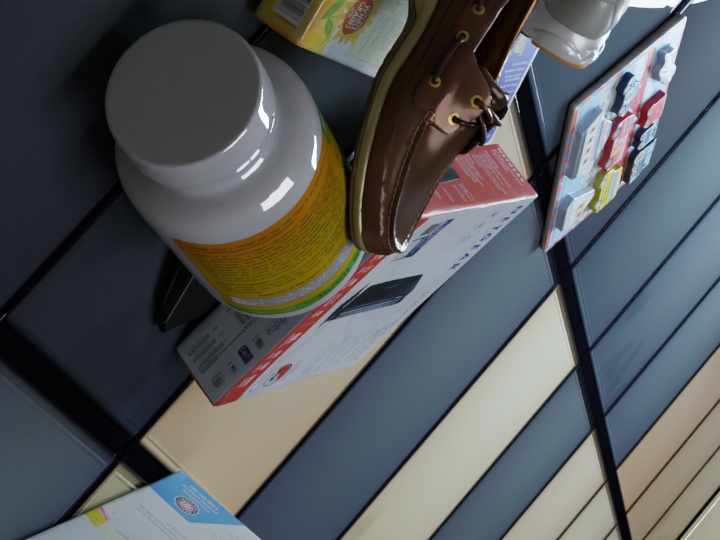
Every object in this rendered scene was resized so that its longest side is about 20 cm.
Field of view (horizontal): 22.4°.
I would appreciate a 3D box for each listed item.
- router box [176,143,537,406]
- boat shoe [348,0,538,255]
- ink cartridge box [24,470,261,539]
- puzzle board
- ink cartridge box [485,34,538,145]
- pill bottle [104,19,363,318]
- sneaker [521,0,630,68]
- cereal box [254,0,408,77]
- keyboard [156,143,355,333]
[{"bbox_3d":[0.000,0.000,1.214,0.200,0.049,0.179,-44,164,29],"label":"router box"},{"bbox_3d":[0.049,-0.100,1.026,0.072,0.067,0.200,43,66,-70],"label":"boat shoe"},{"bbox_3d":[-0.163,0.246,1.239,0.200,0.129,0.125,-19,141,-53],"label":"ink cartridge box"},{"bbox_3d":[0.222,-0.116,1.593,0.151,0.017,0.200,-41,155,-27],"label":"puzzle board"},{"bbox_3d":[0.079,-0.141,1.244,0.099,0.039,0.200,-16,138,-55],"label":"ink cartridge box"},{"bbox_3d":[-0.067,-0.055,0.988,0.111,0.111,0.200,-49,158,-7],"label":"pill bottle"},{"bbox_3d":[0.157,-0.211,1.138,0.092,0.076,0.200,-47,-161,39],"label":"sneaker"},{"bbox_3d":[0.030,-0.184,1.077,0.144,0.040,0.200,-58,158,9],"label":"cereal box"},{"bbox_3d":[-0.047,-0.032,1.174,0.200,0.021,0.127,-29,161,-46],"label":"keyboard"}]
